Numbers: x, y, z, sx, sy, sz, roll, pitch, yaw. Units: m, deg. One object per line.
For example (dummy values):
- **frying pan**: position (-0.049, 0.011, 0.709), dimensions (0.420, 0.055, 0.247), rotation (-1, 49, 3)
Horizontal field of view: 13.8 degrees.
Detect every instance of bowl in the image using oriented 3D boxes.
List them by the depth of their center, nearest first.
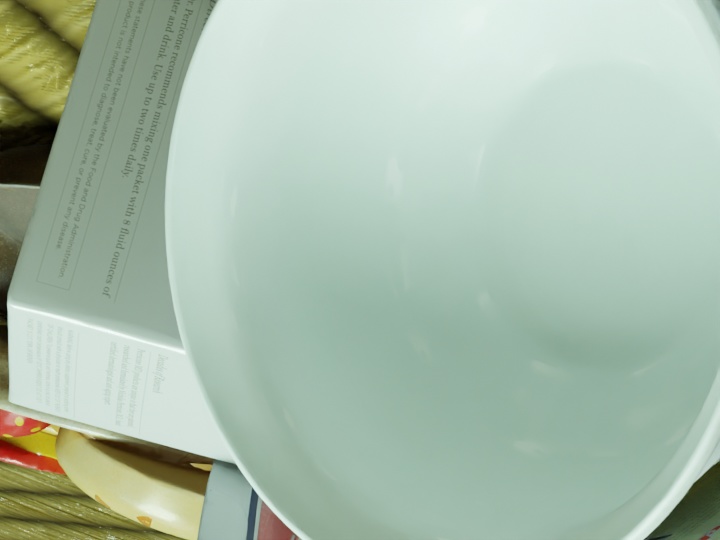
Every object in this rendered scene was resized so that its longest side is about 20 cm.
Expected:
- **bowl**: position (0.047, -0.014, 0.815), dimensions (0.201, 0.201, 0.090), rotation (-1, -178, 39)

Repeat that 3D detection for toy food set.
- **toy food set**: position (-0.097, 0.064, 1.219), dimensions (0.200, 0.049, 0.198), rotation (15, -178, 18)

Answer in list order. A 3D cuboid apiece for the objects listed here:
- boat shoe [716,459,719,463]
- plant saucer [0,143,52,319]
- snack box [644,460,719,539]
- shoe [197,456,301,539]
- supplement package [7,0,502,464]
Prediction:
- **boat shoe**: position (0.148, 0.084, 1.093), dimensions (0.200, 0.060, 0.076), rotation (24, 164, 31)
- **plant saucer**: position (-0.072, -0.002, 1.126), dimensions (0.200, 0.032, 0.200), rotation (12, 160, 4)
- **snack box**: position (0.144, 0.075, 0.967), dimensions (0.037, 0.200, 0.116), rotation (59, 153, -2)
- **shoe**: position (-0.006, 0.085, 1.016), dimensions (0.091, 0.200, 0.072), rotation (10, 125, 0)
- **supplement package**: position (0.000, 0.000, 0.940), dimensions (0.200, 0.121, 0.120), rotation (16, 161, -1)
